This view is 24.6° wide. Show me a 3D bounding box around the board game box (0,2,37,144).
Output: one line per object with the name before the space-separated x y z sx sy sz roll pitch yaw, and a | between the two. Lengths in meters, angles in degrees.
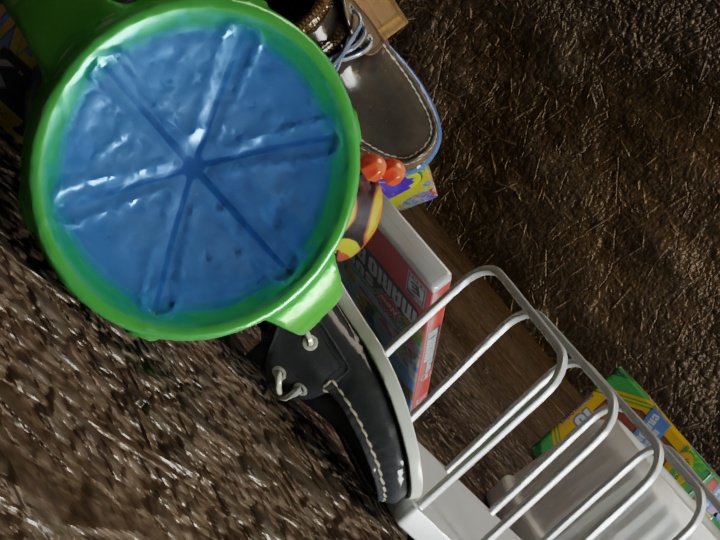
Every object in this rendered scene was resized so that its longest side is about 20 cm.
board game box | -0.176 -0.128 0.800 0.200 0.057 0.166 44 5 -33

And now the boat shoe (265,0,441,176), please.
boat shoe | -0.030 -0.130 0.932 0.200 0.072 0.072 42 -5 -7

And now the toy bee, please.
toy bee | -0.027 -0.042 0.900 0.200 0.109 0.131 50 24 5

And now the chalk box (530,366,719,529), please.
chalk box | 0.280 0.217 1.573 0.124 0.125 0.200 42 7 -47

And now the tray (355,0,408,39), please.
tray | -0.057 -0.214 1.009 0.201 0.037 0.099 57 40 -8

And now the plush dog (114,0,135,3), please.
plush dog | -0.113 -0.128 1.045 0.199 0.160 0.173 -12 70 -50

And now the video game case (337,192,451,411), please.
video game case | 0.000 0.000 1.051 0.143 0.017 0.201 50 -19 19

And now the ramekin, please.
ramekin | 0.190 0.196 1.133 0.200 0.105 0.200 48 6 -7

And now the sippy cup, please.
sippy cup | -0.084 -0.054 0.690 0.130 0.138 0.180 -145 -133 -64

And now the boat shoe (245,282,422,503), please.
boat shoe | -0.030 0.027 0.810 0.202 0.060 0.074 67 -18 -2

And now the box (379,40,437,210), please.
box | -0.033 -0.147 1.287 0.200 0.121 0.195 51 21 -77

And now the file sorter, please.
file sorter | 0.102 0.114 0.923 0.200 0.124 0.139 44 6 -31
